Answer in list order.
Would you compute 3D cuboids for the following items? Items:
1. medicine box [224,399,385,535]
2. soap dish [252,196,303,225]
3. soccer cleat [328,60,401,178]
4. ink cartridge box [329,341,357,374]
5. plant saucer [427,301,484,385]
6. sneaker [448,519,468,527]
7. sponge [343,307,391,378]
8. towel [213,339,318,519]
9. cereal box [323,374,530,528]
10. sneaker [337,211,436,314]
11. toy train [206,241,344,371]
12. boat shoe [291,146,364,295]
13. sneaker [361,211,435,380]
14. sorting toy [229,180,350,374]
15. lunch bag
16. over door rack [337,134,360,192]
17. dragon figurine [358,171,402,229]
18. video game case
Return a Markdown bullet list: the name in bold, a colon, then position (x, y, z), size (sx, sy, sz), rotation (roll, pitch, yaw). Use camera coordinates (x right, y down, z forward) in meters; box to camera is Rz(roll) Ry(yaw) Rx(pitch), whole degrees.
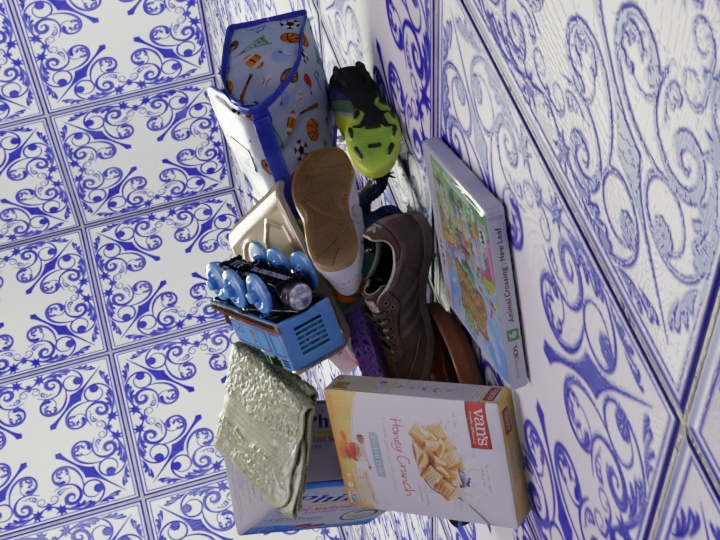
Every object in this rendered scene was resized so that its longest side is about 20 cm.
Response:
- **medicine box**: position (-0.037, 0.230, 1.586), size (0.200, 0.181, 0.103), rotation (-44, 51, 53)
- **soap dish**: position (-0.065, -0.043, 1.929), size (0.200, 0.081, 0.157), rotation (54, -179, 5)
- **soccer cleat**: position (0.007, -0.159, 1.537), size (0.201, 0.064, 0.084), rotation (-108, 8, -48)
- **ink cartridge box**: position (-0.038, 0.102, 1.876), size (0.174, 0.043, 0.200), rotation (57, -178, 29)
- **plant saucer**: position (0.107, 0.131, 1.485), size (0.200, 0.032, 0.201), rotation (165, 90, -83)
- **sneaker**: position (0.087, 0.230, 1.639), size (0.200, 0.073, 0.082), rotation (-118, 16, -58)
- **sponge**: position (0.046, 0.139, 1.505), size (0.111, 0.030, 0.201), rotation (18, -131, -57)
- **towel**: position (-0.106, 0.169, 1.487), size (0.200, 0.036, 0.149), rotation (32, 116, 57)
- **cereal box**: position (0.067, 0.181, 1.363), size (0.040, 0.199, 0.144), rotation (-40, -56, -50)
- **sneaker**: position (0.000, 0.000, 1.536), size (0.080, 0.071, 0.200), rotation (53, 132, -1)
- **toy train**: position (-0.100, 0.038, 1.474), size (0.200, 0.086, 0.115), rotation (13, 125, 59)
- **boat shoe**: position (-0.032, -0.053, 1.469), size (0.200, 0.070, 0.069), rotation (-95, -10, -45)
- **sneaker**: position (0.031, 0.037, 1.430), size (0.070, 0.075, 0.201), rotation (23, 119, 54)
- **sorting toy**: position (-0.079, 0.013, 1.549), size (0.201, 0.036, 0.185), rotation (67, 153, 6)
- **lunch bag**: position (-0.099, -0.178, 1.574), size (0.200, 0.123, 0.170), rotation (-91, -14, -49)
- **over door rack**: position (-0.043, -0.154, 1.811), size (0.200, 0.066, 0.148), rotation (-66, -34, -69)
- **dragon figurine**: position (0.022, -0.042, 1.588), size (0.201, 0.099, 0.059), rotation (67, -163, -5)
- **video game case**: position (0.106, -0.011, 1.274), size (0.200, 0.022, 0.183), rotation (-121, 18, -63)
